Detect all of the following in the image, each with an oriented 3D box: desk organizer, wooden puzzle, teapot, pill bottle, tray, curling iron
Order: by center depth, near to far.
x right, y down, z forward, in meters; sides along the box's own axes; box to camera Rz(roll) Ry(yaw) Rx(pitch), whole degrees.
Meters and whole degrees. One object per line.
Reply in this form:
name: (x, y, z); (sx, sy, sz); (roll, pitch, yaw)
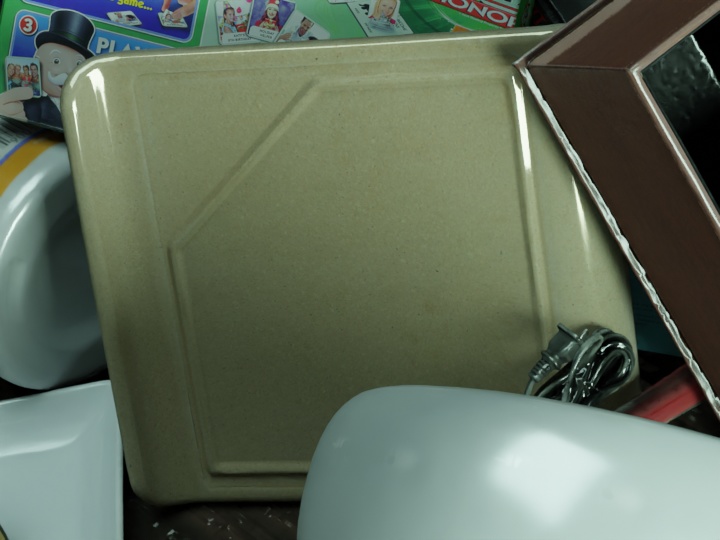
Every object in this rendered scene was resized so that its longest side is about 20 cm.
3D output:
teapot: (0.060, 0.126, 0.857); (0.197, 0.200, 0.146); (12, 80, 4)
desk organizer: (0.144, -0.008, 0.910); (0.072, 0.200, 0.077); (-37, 18, -16)
curling iron: (0.143, 0.022, 0.975); (0.200, 0.050, 0.026); (-20, 25, -28)
wooden puzzle: (0.000, 0.000, 0.979); (0.200, 0.185, 0.037); (-4, 22, 12)
tray: (-0.187, 0.107, 1.039); (0.200, 0.022, 0.108); (-11, 48, 7)
pill bottle: (-0.180, -0.038, 1.105); (0.200, 0.112, 0.112); (27, 62, 35)

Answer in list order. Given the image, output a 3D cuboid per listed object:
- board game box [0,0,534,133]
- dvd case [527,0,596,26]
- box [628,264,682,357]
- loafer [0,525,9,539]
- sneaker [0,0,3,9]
board game box: (-0.036, -0.101, 0.996); (0.200, 0.135, 0.029); (16, 13, 11)
dvd case: (0.107, -0.134, 1.036); (0.146, 0.022, 0.200); (-32, 85, -38)
box: (0.101, -0.061, 1.062); (0.082, 0.049, 0.200); (10, 48, -10)
loafer: (-0.120, 0.136, 0.944); (0.072, 0.073, 0.200); (-42, 64, -13)
sneaker: (-0.137, -0.111, 1.165); (0.079, 0.066, 0.200); (-65, 26, 1)
